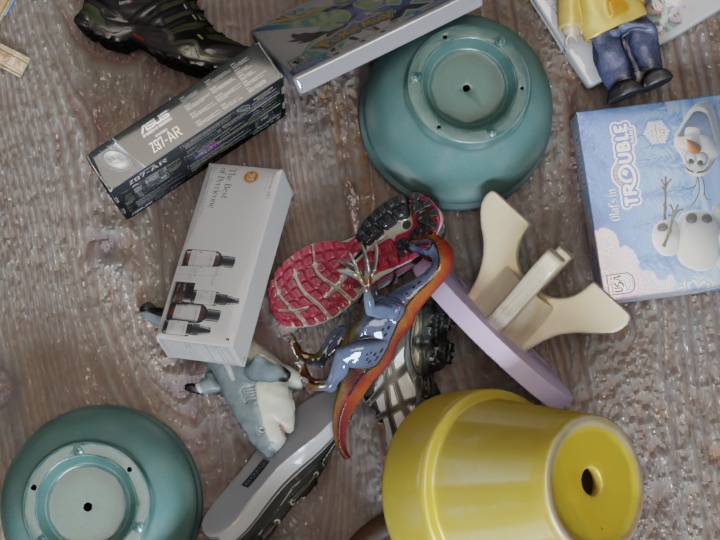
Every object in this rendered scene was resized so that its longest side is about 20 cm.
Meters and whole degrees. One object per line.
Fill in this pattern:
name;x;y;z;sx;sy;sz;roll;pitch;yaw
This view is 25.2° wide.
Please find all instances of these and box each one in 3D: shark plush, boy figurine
shark plush;-0.143;0.094;1.593;0.200;0.091;0.083;36;90;3
boy figurine;0.259;-0.276;1.648;0.124;0.064;0.200;-18;87;-1

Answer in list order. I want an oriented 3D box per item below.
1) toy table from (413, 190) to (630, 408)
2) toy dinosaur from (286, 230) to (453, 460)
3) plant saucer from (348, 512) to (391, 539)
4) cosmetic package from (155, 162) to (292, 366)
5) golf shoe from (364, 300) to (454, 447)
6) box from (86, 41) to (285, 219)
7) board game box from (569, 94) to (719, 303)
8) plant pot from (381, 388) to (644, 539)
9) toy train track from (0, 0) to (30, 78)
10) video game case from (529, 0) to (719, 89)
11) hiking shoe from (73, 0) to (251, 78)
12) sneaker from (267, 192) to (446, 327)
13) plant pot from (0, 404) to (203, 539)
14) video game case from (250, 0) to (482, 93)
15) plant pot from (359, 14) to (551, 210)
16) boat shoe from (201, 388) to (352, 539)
toy table;0.162;0.027;1.579;0.200;0.184;0.117;42;100;-4
toy dinosaur;0.020;0.049;1.549;0.181;0.105;0.200;-24;112;2
plant saucer;0.066;0.331;1.594;0.200;0.032;0.200;0;82;-1
cosmetic package;-0.132;-0.008;1.585;0.082;0.051;0.200;6;63;14
golf shoe;0.038;0.127;1.609;0.094;0.078;0.200;5;87;25
box;-0.167;-0.134;1.585;0.200;0.160;0.044;-34;84;-6
board game box;0.330;-0.075;1.654;0.199;0.043;0.200;-8;83;-2
plant pot;0.153;0.204;1.497;0.201;0.189;0.201;9;75;-37
toy train track;-0.379;-0.275;1.660;0.115;0.033;0.200;26;81;2
video game case;0.275;-0.317;1.695;0.200;0.024;0.182;-31;85;-6
hiking shoe;-0.188;-0.260;1.644;0.200;0.076;0.101;18;85;1
sneaker;0.000;0.000;1.620;0.200;0.075;0.081;-29;71;7
plant pot;-0.255;0.226;1.545;0.200;0.134;0.200;0;82;-3
video game case;0.002;-0.253;1.608;0.200;0.182;0.022;-27;119;-5
plant pot;0.102;-0.170;1.608;0.200;0.134;0.200;0;82;-3
boat shoe;-0.074;0.203;1.595;0.200;0.069;0.057;-46;121;-14
